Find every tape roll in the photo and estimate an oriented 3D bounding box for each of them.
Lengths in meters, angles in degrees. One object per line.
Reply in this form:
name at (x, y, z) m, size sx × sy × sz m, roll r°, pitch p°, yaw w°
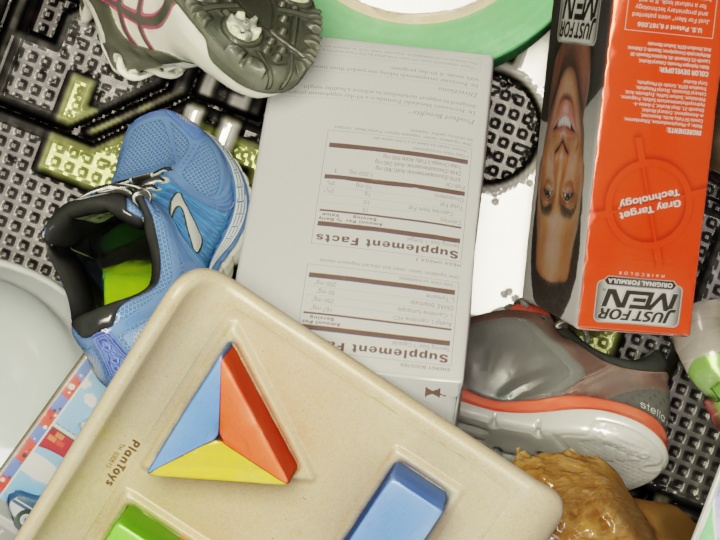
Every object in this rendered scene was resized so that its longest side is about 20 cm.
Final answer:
tape roll at (0.029, -0.198, 1.203) m, size 0.199 × 0.048 × 0.202 m, roll 0°, pitch 89°, yaw 2°

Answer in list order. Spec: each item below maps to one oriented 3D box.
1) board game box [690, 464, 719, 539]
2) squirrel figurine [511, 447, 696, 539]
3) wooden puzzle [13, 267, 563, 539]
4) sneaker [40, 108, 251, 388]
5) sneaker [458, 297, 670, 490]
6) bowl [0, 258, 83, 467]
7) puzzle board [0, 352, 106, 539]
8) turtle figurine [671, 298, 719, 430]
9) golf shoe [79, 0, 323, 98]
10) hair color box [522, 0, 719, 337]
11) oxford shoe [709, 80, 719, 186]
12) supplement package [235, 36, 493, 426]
board game box at (0.263, 0.113, 1.067) m, size 0.199 × 0.026 × 0.201 m, roll 26°, pitch 72°, yaw -2°
squirrel figurine at (0.075, 0.187, 1.137) m, size 0.186 × 0.142 × 0.200 m, roll -32°, pitch 124°, yaw 18°
wooden puzzle at (-0.039, 0.126, 1.013) m, size 0.199 × 0.046 × 0.186 m, roll 32°, pitch 102°, yaw -5°
sneaker at (-0.104, -0.020, 1.138) m, size 0.078 × 0.201 × 0.089 m, roll -25°, pitch 126°, yaw 17°
sneaker at (0.065, 0.054, 1.196) m, size 0.198 × 0.077 × 0.082 m, roll 13°, pitch 57°, yaw 8°
bowl at (-0.221, 0.071, 1.165) m, size 0.199 × 0.090 × 0.203 m, roll -9°, pitch 113°, yaw -21°
puzzle board at (-0.100, 0.154, 1.171) m, size 0.199 × 0.017 × 0.151 m, roll 35°, pitch 94°, yaw -20°
turtle figurine at (0.239, 0.098, 1.158) m, size 0.198 × 0.144 × 0.195 m, roll -10°, pitch 70°, yaw -14°
golf shoe at (-0.082, -0.125, 1.151) m, size 0.077 × 0.200 × 0.089 m, roll 1°, pitch 121°, yaw -32°
hair color box at (0.129, -0.075, 1.136) m, size 0.061 × 0.101 × 0.202 m, roll 4°, pitch 96°, yaw -12°
oxford shoe at (0.189, -0.088, 1.183) m, size 0.084 × 0.073 × 0.201 m, roll -20°, pitch 88°, yaw 3°
supplement package at (0.000, 0.000, 1.118) m, size 0.109 × 0.114 × 0.201 m, roll 6°, pitch 51°, yaw 2°
